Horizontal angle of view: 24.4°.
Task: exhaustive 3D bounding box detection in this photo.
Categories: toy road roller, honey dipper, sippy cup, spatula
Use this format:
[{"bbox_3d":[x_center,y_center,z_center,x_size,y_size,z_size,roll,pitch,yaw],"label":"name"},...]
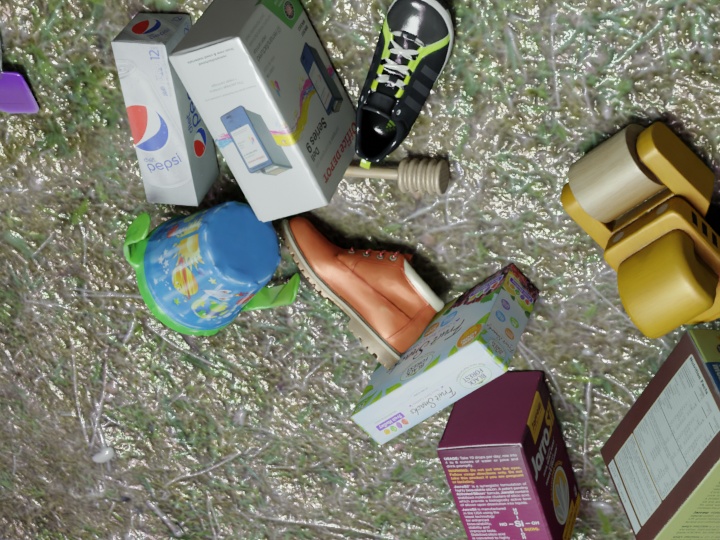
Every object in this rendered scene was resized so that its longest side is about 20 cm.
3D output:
[{"bbox_3d":[0.288,-0.029,1.618,0.200,0.146,0.123,44,129,-14],"label":"toy road roller"},{"bbox_3d":[-0.006,-0.103,1.753,0.199,0.038,0.038,4,127,21],"label":"honey dipper"},{"bbox_3d":[-0.156,-0.011,1.797,0.130,0.177,0.140,-29,81,53],"label":"sippy cup"},{"bbox_3d":[-0.400,-0.254,1.804,0.056,0.021,0.200,0,125,15],"label":"spatula"}]

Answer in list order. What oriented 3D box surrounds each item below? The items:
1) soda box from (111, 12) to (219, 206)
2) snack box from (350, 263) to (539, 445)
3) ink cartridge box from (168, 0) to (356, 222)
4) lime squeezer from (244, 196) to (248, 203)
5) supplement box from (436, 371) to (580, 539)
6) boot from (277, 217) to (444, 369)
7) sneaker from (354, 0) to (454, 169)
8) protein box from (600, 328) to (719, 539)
[{"bbox_3d":[-0.204,-0.169,1.761,0.063,0.068,0.200,6,128,18],"label":"soda box"},{"bbox_3d":[0.091,0.092,1.792,0.053,0.142,0.200,44,129,-14],"label":"snack box"},{"bbox_3d":[-0.088,-0.172,1.660,0.087,0.145,0.200,-12,120,27],"label":"ink cartridge box"},{"bbox_3d":[-0.122,-0.104,1.782,0.071,0.038,0.200,20,137,41],"label":"lime squeezer"},{"bbox_3d":[0.171,0.231,1.876,0.103,0.131,0.200,-5,124,24],"label":"supplement box"},{"bbox_3d":[0.000,0.000,1.813,0.107,0.075,0.200,-44,84,3],"label":"boot"},{"bbox_3d":[0.039,-0.183,1.642,0.072,0.083,0.200,20,130,6],"label":"sneaker"},{"bbox_3d":[0.389,0.176,1.689,0.198,0.135,0.200,4,136,-25],"label":"protein box"}]
